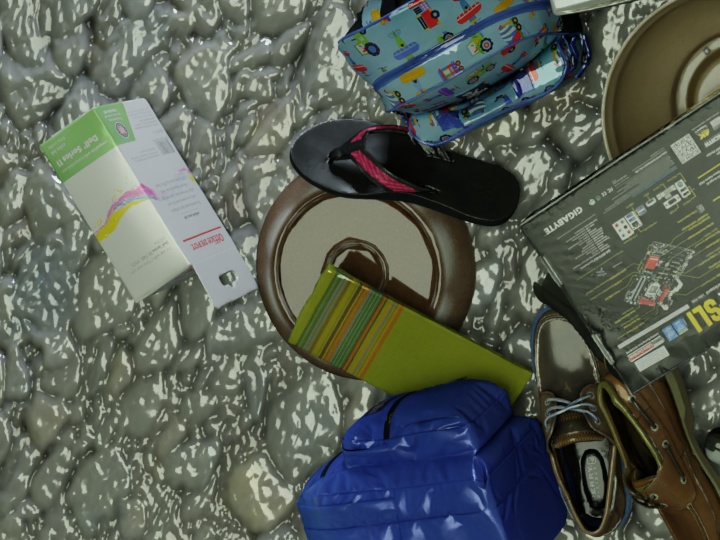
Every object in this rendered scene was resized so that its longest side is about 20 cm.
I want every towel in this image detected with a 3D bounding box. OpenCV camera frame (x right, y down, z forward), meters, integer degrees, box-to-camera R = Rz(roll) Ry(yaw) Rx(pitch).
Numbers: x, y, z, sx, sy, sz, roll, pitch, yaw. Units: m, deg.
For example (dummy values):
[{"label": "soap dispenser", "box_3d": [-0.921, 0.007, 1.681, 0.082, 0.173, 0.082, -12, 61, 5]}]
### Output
[{"label": "towel", "box_3d": [0.042, 0.072, 1.692, 0.200, 0.018, 0.086, 27, 119, -6]}]

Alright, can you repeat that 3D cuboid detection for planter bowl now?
[{"label": "planter bowl", "box_3d": [0.300, -0.129, 1.555, 0.200, 0.135, 0.201, 3, 101, 16]}]

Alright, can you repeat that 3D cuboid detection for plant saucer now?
[{"label": "plant saucer", "box_3d": [0.000, 0.000, 1.713, 0.200, 0.032, 0.201, 2, 99, 14]}]

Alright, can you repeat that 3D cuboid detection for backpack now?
[{"label": "backpack", "box_3d": [0.050, 0.188, 1.663, 0.200, 0.162, 0.168, -16, 93, 27]}, {"label": "backpack", "box_3d": [0.082, -0.182, 1.574, 0.182, 0.200, 0.135, -25, 91, 17]}]

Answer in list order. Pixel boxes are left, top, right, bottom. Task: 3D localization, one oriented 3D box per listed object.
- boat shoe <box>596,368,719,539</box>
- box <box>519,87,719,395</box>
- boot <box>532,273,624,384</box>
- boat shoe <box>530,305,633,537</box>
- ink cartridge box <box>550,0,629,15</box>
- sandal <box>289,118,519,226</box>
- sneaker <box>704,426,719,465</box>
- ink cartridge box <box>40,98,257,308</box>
[{"label": "boat shoe", "box_3d": [0.248, 0.169, 1.627, 0.072, 0.068, 0.200, -20, 93, 60]}, {"label": "box", "box_3d": [0.245, -0.025, 1.494, 0.200, 0.049, 0.160, -35, 92, 18]}, {"label": "boot", "box_3d": [0.252, -0.005, 1.624, 0.200, 0.138, 0.078, -31, 132, -15]}, {"label": "boat shoe", "box_3d": [0.188, 0.127, 1.658, 0.072, 0.072, 0.200, -16, 94, 17]}, {"label": "ink cartridge box", "box_3d": [0.188, -0.278, 1.530, 0.083, 0.200, 0.147, -13, 94, 17]}, {"label": "sandal", "box_3d": [0.039, -0.091, 1.666, 0.200, 0.045, 0.075, 14, 65, 8]}, {"label": "sneaker", "box_3d": [0.360, 0.214, 1.622, 0.200, 0.076, 0.116, 26, 102, 8]}, {"label": "ink cartridge box", "box_3d": [-0.181, -0.045, 1.710, 0.067, 0.117, 0.200, -32, 88, 18]}]
